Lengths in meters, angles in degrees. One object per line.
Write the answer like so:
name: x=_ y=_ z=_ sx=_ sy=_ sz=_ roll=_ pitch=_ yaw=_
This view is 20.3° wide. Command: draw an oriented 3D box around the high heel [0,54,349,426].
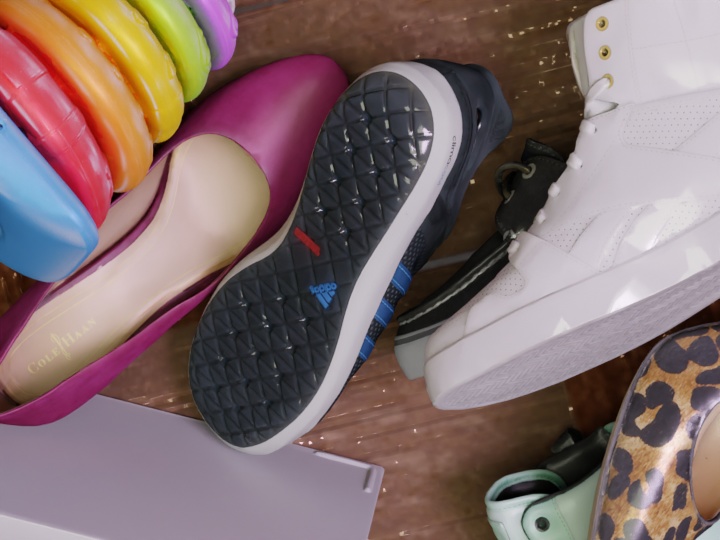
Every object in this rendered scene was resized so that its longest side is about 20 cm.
high heel: x=-0.080 y=-0.009 z=0.833 sx=0.067 sy=0.096 sz=0.200 roll=41 pitch=103 yaw=-4

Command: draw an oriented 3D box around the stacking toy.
stacking toy: x=-0.092 y=-0.099 z=0.807 sx=0.200 sy=0.110 sz=0.116 roll=-44 pitch=97 yaw=-20

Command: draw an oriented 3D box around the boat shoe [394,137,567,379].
boat shoe: x=0.091 y=-0.029 z=0.831 sx=0.199 sy=0.070 sz=0.066 roll=-32 pitch=90 yaw=10

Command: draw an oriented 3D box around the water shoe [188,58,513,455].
water shoe: x=0.000 y=0.000 z=0.839 sx=0.072 sy=0.079 sz=0.200 roll=49 pitch=125 yaw=22

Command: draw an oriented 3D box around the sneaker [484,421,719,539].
sneaker: x=0.071 y=0.153 z=0.866 sx=0.200 sy=0.074 sz=0.118 roll=-44 pitch=102 yaw=3

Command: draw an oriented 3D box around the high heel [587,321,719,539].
high heel: x=0.179 y=0.066 z=0.780 sx=0.142 sy=0.072 sz=0.201 roll=21 pitch=68 yaw=32

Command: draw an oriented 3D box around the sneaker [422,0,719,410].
sneaker: x=0.094 y=-0.036 z=0.774 sx=0.199 sy=0.074 sz=0.116 roll=-31 pitch=72 yaw=13

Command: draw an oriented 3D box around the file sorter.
file sorter: x=-0.106 y=0.139 z=0.849 sx=0.199 sy=0.139 sz=0.125 roll=14 pitch=107 yaw=2
